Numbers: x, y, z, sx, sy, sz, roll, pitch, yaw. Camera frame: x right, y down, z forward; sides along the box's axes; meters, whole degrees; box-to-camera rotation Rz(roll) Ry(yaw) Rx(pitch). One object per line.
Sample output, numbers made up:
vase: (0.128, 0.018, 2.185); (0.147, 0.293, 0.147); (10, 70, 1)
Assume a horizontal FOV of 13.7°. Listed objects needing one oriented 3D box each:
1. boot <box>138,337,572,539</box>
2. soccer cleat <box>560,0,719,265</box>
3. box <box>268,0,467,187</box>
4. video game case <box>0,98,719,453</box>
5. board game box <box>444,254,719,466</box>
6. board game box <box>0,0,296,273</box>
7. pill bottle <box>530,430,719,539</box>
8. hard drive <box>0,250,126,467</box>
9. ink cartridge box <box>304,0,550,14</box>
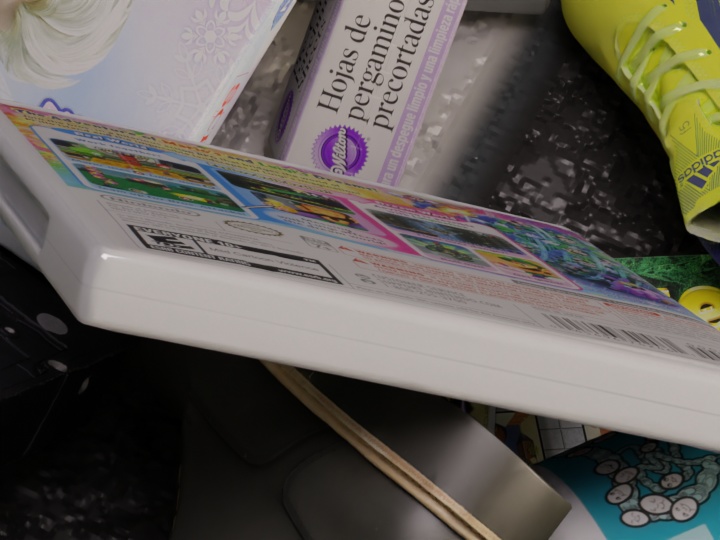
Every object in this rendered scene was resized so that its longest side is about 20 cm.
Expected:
boot: (-0.044, 0.078, 0.826); (0.077, 0.200, 0.139); (41, 83, -25)
soccer cleat: (0.120, -0.045, 0.952); (0.083, 0.065, 0.200); (-20, 50, -31)
box: (0.023, -0.120, 0.931); (0.039, 0.201, 0.041); (17, 17, -12)
video game case: (0.000, 0.000, 0.818); (0.199, 0.024, 0.182); (12, 11, -20)
board game box: (0.087, 0.044, 0.931); (0.199, 0.024, 0.105); (-3, 55, -12)
board game box: (-0.107, -0.127, 0.907); (0.199, 0.201, 0.041); (33, 13, 5)
pill bottle: (0.103, 0.091, 0.839); (0.199, 0.111, 0.111); (-23, 63, -13)
hard drive: (-0.169, 0.015, 0.831); (0.139, 0.038, 0.200); (35, 21, 14)
ink cartridge box: (-0.030, -0.170, 1.014); (0.199, 0.086, 0.148); (2, 55, -6)
